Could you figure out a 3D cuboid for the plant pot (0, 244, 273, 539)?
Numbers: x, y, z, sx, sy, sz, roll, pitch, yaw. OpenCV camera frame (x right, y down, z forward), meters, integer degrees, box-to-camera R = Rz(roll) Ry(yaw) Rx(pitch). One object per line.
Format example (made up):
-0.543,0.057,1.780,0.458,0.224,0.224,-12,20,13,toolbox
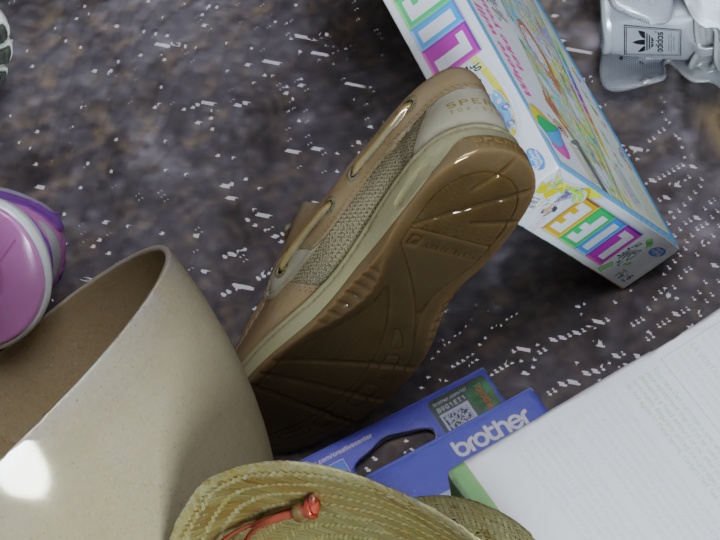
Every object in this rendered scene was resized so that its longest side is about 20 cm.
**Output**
-0.109,0.107,1.206,0.135,0.200,0.200,49,65,-12,plant pot

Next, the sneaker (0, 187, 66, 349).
-0.214,-0.003,1.320,0.199,0.081,0.088,0,13,19,sneaker

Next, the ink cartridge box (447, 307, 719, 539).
0.154,0.089,1.175,0.199,0.048,0.146,-30,58,-11,ink cartridge box

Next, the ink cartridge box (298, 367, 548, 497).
0.058,0.134,1.265,0.119,0.042,0.200,-26,62,-16,ink cartridge box

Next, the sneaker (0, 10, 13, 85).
-0.265,-0.098,1.384,0.199,0.079,0.090,-14,42,-14,sneaker

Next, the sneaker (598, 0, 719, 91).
0.176,-0.096,1.386,0.114,0.075,0.201,-15,56,-10,sneaker

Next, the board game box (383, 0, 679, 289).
0.061,-0.096,1.347,0.034,0.134,0.201,-35,61,16,board game box

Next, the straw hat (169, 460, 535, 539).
0.031,0.132,1.115,0.201,0.202,0.085,32,42,16,straw hat

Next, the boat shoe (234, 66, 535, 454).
0.000,0.000,1.273,0.071,0.200,0.065,18,36,-38,boat shoe
